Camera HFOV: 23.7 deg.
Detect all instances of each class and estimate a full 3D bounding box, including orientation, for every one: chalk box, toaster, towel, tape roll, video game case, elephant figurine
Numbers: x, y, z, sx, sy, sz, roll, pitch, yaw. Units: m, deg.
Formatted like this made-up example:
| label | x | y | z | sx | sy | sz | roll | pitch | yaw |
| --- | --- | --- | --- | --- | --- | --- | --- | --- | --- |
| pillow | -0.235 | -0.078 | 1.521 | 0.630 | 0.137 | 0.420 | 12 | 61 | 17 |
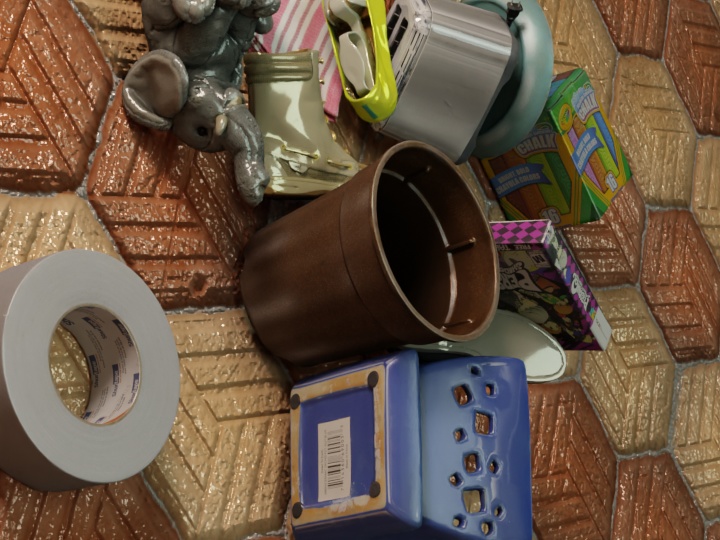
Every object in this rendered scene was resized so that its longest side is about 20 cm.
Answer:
| label | x | y | z | sx | sy | sz | roll | pitch | yaw |
| --- | --- | --- | --- | --- | --- | --- | --- | --- | --- |
| chalk box | 0.223 | -0.161 | 2.092 | 0.200 | 0.125 | 0.124 | 61 | 39 | -16 |
| toaster | 0.084 | -0.220 | 1.875 | 0.129 | 0.200 | 0.114 | 15 | 29 | -22 |
| towel | -0.072 | -0.268 | 1.825 | 0.200 | 0.030 | 0.147 | 46 | 46 | -33 |
| tape roll | -0.246 | 0.085 | 1.460 | 0.200 | 0.066 | 0.201 | 20 | 63 | -46 |
| video game case | 0.141 | 0.019 | 1.799 | 0.181 | 0.199 | 0.036 | 56 | 46 | -40 |
| elephant figurine | -0.155 | -0.177 | 1.622 | 0.141 | 0.155 | 0.201 | 7 | 100 | -16 |

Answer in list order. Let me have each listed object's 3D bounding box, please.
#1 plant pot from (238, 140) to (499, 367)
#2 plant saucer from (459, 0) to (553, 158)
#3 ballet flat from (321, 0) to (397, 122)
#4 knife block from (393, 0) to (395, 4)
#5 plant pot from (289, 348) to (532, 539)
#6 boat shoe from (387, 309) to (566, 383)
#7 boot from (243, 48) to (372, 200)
| label | x | y | z | sx | sy | sz | roll | pitch | yaw |
| --- | --- | --- | --- | --- | --- | --- | --- | --- | --- |
| plant pot | 0.000 | 0.000 | 1.683 | 0.200 | 0.198 | 0.201 | 29 | 51 | -43 |
| plant saucer | 0.139 | -0.229 | 1.948 | 0.027 | 0.200 | 0.201 | 3 | 76 | -40 |
| ballet flat | -0.006 | -0.252 | 1.812 | 0.067 | 0.067 | 0.201 | 20 | 53 | -58 |
| knife block | 0.077 | -0.376 | 1.946 | 0.200 | 0.064 | 0.176 | 80 | 15 | -78 |
| plant pot | 0.039 | 0.186 | 1.692 | 0.179 | 0.200 | 0.201 | 14 | 68 | -41 |
| boat shoe | 0.115 | 0.080 | 1.795 | 0.199 | 0.063 | 0.073 | 13 | 66 | -6 |
| boot | -0.046 | -0.151 | 1.773 | 0.200 | 0.073 | 0.156 | -3 | 91 | -46 |
